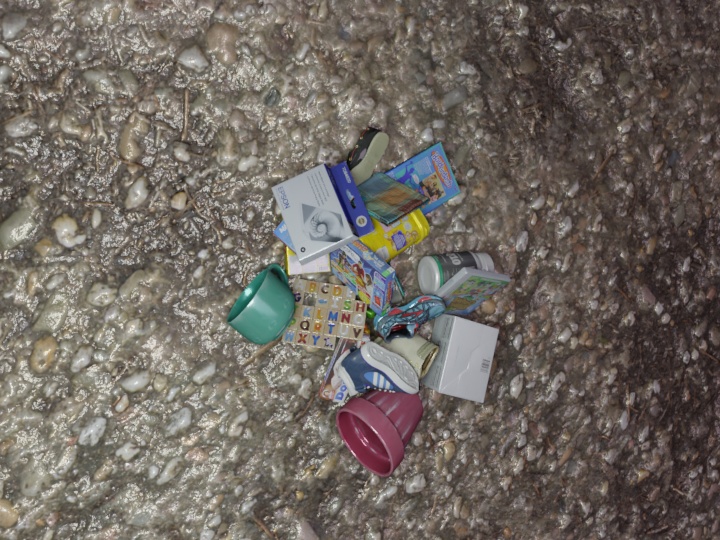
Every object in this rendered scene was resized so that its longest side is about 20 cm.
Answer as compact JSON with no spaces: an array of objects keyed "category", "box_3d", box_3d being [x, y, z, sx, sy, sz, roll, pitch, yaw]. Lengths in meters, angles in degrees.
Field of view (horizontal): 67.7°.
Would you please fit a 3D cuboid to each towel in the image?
[{"category":"towel","box_3d":[0.058,-0.180,1.323,0.144,0.198,0.022,-32,131,-23]}]

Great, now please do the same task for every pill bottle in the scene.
[{"category":"pill bottle","box_3d":[0.265,0.008,1.482,0.193,0.112,0.118,-7,94,-23]}]

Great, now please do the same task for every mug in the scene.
[{"category":"mug","box_3d":[-0.214,0.081,1.259,0.114,0.151,0.187,41,77,-18]}]

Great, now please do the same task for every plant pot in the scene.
[{"category":"plant pot","box_3d":[0.062,0.383,1.372,0.177,0.197,0.205,-35,104,-33]}]

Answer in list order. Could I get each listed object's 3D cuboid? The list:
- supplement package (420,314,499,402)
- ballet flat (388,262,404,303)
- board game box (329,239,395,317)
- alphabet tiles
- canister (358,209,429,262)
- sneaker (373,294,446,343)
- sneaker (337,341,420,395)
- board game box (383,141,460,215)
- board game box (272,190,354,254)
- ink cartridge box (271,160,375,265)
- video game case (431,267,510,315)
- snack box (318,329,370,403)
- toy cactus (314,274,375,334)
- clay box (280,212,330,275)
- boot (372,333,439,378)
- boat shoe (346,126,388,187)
[{"category":"supplement package","box_3d":[0.275,0.240,1.492,0.151,0.110,0.208,16,85,-21]},{"category":"ballet flat","box_3d":[0.061,-0.008,1.425,0.062,0.067,0.207,-18,96,10]},{"category":"board game box","box_3d":[0.000,0.000,1.293,0.034,0.199,0.138,-30,146,-30]},{"category":"alphabet tiles","box_3d":[-0.083,0.110,1.313,0.192,0.008,0.173,8,62,3]},{"category":"canister","box_3d":[0.060,-0.101,1.350,0.197,0.087,0.151,-33,85,-29]},{"category":"sneaker","box_3d":[0.134,0.135,1.370,0.193,0.097,0.081,-20,129,0]},{"category":"sneaker","box_3d":[0.035,0.267,1.323,0.198,0.082,0.146,36,122,-23]},{"category":"board game box","box_3d":[0.166,-0.237,1.472,0.196,0.045,0.156,-30,102,-19]},{"category":"board game box","box_3d":[-0.112,-0.134,1.300,0.102,0.019,0.202,38,80,3]},{"category":"ink cartridge box","box_3d":[-0.088,-0.144,1.262,0.194,0.041,0.205,-24,74,-3]},{"category":"video game case","box_3d":[0.282,0.061,1.440,0.195,0.182,0.023,7,50,-40]},{"category":"snack box","box_3d":[-0.042,0.243,1.355,0.069,0.025,0.205,14,113,-19]},{"category":"toy cactus","box_3d":[-0.053,0.097,1.369,0.192,0.102,0.172,-12,86,-13]},{"category":"clay box","box_3d":[-0.139,-0.096,1.343,0.111,0.047,0.209,-4,92,-20]},{"category":"boot","box_3d":[0.095,0.235,1.392,0.200,0.153,0.073,-46,146,-17]},{"category":"boat shoe","box_3d":[-0.003,-0.276,1.394,0.205,0.062,0.073,-58,144,1]}]
